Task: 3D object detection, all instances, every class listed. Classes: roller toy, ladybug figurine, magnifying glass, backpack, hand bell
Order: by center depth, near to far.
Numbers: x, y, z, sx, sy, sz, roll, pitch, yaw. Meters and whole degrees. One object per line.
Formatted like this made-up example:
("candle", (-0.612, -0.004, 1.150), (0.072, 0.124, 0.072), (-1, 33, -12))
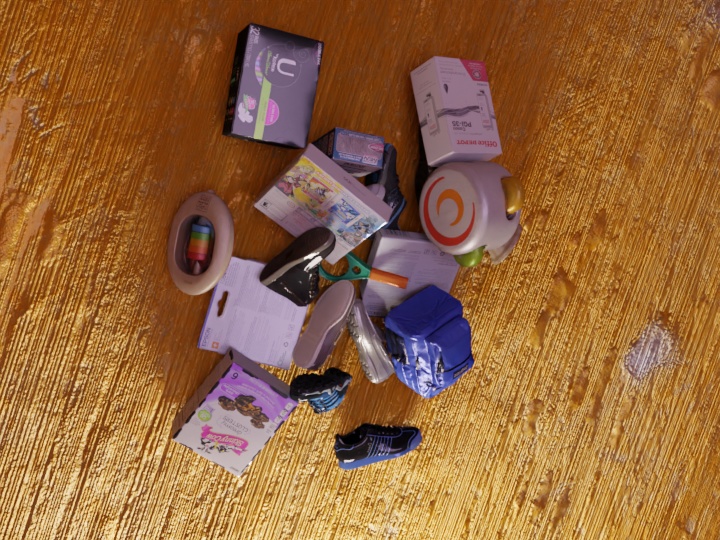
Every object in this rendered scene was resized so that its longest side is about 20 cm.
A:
("ladybug figurine", (-0.296, -0.053, 1.429), (0.135, 0.072, 0.202), (16, 95, 19))
("roller toy", (0.223, -0.129, 1.500), (0.139, 0.183, 0.201), (-9, 134, -40))
("magnifying glass", (0.000, 0.000, 1.535), (0.199, 0.022, 0.080), (15, 119, 4))
("backpack", (0.148, 0.169, 1.568), (0.162, 0.168, 0.201), (-26, 130, -23))
("hand bell", (0.239, -0.108, 1.629), (0.199, 0.104, 0.105), (32, 88, -8))

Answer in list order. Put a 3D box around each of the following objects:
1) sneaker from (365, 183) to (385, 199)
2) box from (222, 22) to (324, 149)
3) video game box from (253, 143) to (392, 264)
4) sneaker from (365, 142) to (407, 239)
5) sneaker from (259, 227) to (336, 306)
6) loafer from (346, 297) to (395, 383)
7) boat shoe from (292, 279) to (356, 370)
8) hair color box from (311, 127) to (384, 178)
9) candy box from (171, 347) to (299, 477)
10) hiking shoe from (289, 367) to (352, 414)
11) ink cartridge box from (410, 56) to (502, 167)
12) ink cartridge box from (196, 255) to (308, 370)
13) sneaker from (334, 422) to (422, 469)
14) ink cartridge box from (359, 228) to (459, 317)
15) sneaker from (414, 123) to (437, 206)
("sneaker", (-0.056, -0.141, 1.479), (0.199, 0.075, 0.115), (-28, 119, 13))
("box", (-0.167, -0.340, 1.415), (0.147, 0.124, 0.202), (8, 95, -20))
("video game box", (-0.072, -0.119, 1.396), (0.200, 0.182, 0.047), (37, 49, -18))
("sneaker", (0.054, -0.163, 1.555), (0.081, 0.073, 0.202), (1, 108, -24))
("sneaker", (-0.093, -0.006, 1.440), (0.106, 0.199, 0.075), (37, 43, -26))
("loafer", (0.022, 0.143, 1.593), (0.069, 0.070, 0.201), (-26, 114, -19))
("boat shoe", (-0.065, 0.114, 1.535), (0.059, 0.072, 0.201), (31, 88, -54))
("hair color box", (-0.037, -0.217, 1.436), (0.099, 0.200, 0.061), (8, 86, -21))
("candy box", (-0.250, 0.285, 1.495), (0.167, 0.072, 0.200), (36, 97, -23))
("hiking shoe", (-0.079, 0.255, 1.521), (0.200, 0.074, 0.087), (2, 103, -61))
("ink cartridge box", (0.195, -0.318, 1.520), (0.146, 0.083, 0.202), (-5, 82, -36))
("ink cartridge box", (-0.210, 0.083, 1.513), (0.199, 0.041, 0.201), (17, 93, -21))
("sneaker", (0.039, 0.366, 1.631), (0.199, 0.070, 0.078), (-16, 110, -15))
("ink cartridge box", (0.104, 0.012, 1.597), (0.195, 0.043, 0.201), (6, 123, -20))
("sneaker", (0.163, -0.226, 1.577), (0.075, 0.070, 0.202), (-1, 100, -20))
